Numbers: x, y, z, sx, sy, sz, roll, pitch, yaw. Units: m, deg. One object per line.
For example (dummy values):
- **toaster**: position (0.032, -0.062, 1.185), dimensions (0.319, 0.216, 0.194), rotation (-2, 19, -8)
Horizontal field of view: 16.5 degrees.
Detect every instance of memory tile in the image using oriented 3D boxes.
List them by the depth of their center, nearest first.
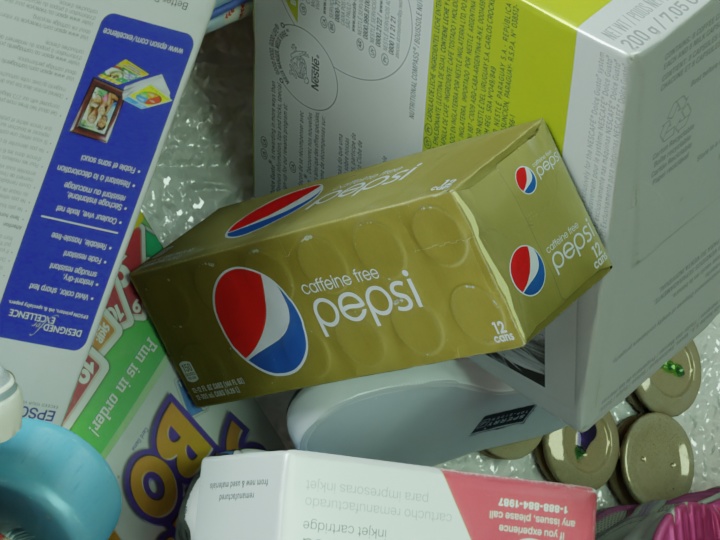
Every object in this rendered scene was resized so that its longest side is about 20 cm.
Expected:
- **memory tile**: position (0.096, 0.026, 1.209), dimensions (0.199, 0.017, 0.154), rotation (23, 69, -34)

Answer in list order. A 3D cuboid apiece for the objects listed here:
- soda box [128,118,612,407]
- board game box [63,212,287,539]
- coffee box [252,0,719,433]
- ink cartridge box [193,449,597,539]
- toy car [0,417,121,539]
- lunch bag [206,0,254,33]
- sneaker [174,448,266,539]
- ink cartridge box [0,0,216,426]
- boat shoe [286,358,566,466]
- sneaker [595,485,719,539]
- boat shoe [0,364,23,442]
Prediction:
- **soda box**: position (0.000, 0.000, 0.989), dimensions (0.064, 0.199, 0.068), rotation (-38, 106, -41)
- **board game box**: position (-0.087, 0.071, 1.051), dimensions (0.095, 0.030, 0.201), rotation (-42, 111, -35)
- **coffee box**: position (0.087, -0.100, 1.050), dimensions (0.199, 0.197, 0.201), rotation (-37, 145, -33)
- **ink cartridge box**: position (0.008, 0.178, 0.965), dimensions (0.144, 0.083, 0.201), rotation (9, 80, -27)
- **toy car**: position (-0.220, 0.123, 0.882), dimensions (0.199, 0.177, 0.185), rotation (30, 47, 1)
- **lunch bag**: position (-0.080, -0.185, 1.065), dimensions (0.200, 0.075, 0.161), rotation (-28, 101, -41)
- **sneaker**: position (0.002, 0.134, 1.052), dimensions (0.200, 0.077, 0.076), rotation (36, 70, -39)
- **ink cartridge box**: position (-0.122, -0.040, 0.896), dimensions (0.094, 0.037, 0.201), rotation (12, 102, -36)
- **boat shoe**: position (0.033, 0.044, 1.106), dimensions (0.199, 0.074, 0.066), rotation (-1, 50, -50)
- **sneaker**: position (0.146, 0.143, 1.194), dimensions (0.200, 0.088, 0.082), rotation (11, 72, -60)
- **boat shoe**: position (-0.212, 0.019, 0.836), dimensions (0.199, 0.070, 0.072), rotation (7, 106, 3)
